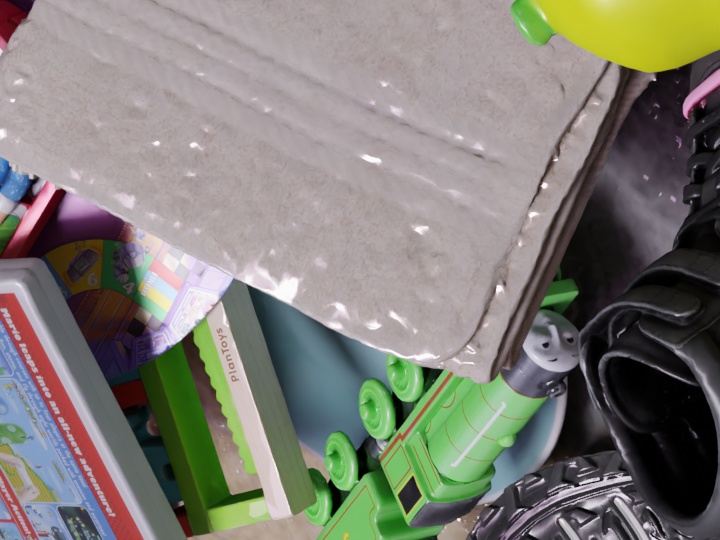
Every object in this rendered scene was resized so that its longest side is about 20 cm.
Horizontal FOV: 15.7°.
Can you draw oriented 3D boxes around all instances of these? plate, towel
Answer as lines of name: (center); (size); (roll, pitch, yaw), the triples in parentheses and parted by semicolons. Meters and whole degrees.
plate: (0.000, 0.000, 0.972); (0.200, 0.026, 0.201); (28, 138, 28)
towel: (-0.016, -0.059, 0.809); (0.200, 0.034, 0.133); (28, 95, 20)

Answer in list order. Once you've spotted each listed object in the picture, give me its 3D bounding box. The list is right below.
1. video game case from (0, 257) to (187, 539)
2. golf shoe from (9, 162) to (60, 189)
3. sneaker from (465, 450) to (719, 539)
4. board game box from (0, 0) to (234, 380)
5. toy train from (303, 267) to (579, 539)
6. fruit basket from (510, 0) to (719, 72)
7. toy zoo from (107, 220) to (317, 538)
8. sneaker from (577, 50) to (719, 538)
video game case: (-0.169, 0.060, 0.991); (0.199, 0.017, 0.143); (-2, 124, 36)
golf shoe: (-0.024, -0.074, 0.866); (0.199, 0.078, 0.098); (-5, 97, 14)
sneaker: (0.071, 0.121, 0.975); (0.200, 0.079, 0.074); (-39, 73, 38)
board game box: (-0.135, -0.049, 0.939); (0.157, 0.039, 0.201); (-10, 98, 16)
toy train: (0.028, 0.056, 0.927); (0.057, 0.042, 0.200); (67, 149, 23)
fruit basket: (0.132, -0.121, 0.622); (0.215, 0.156, 0.216); (14, 123, 22)
toy zoo: (-0.120, 0.049, 1.015); (0.199, 0.020, 0.132); (-16, 95, 33)
sneaker: (0.105, -0.014, 0.737); (0.071, 0.099, 0.201); (-42, 58, 58)
